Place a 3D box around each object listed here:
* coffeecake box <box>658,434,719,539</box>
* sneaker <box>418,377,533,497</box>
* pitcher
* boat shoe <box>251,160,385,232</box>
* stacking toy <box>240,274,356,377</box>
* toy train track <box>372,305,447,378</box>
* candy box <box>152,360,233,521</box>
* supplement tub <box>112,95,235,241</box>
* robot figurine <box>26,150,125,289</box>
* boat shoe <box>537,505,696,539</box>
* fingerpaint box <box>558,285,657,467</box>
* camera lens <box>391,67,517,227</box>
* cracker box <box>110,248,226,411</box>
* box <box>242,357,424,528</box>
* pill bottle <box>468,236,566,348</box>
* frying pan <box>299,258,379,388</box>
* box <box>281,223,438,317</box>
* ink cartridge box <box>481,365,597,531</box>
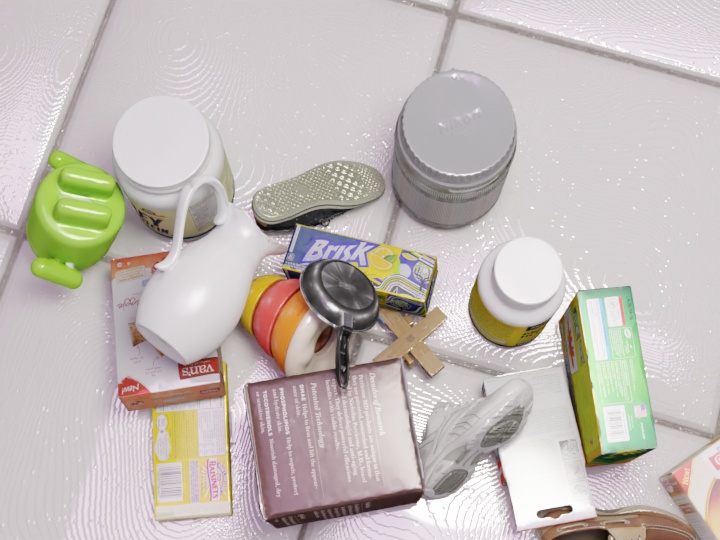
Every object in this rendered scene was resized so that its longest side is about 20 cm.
[{"bbox_3d":[0.506,0.304,1.366,0.153,0.073,0.201,-32,76,-7],"label":"coffeecake box"},{"bbox_3d":[0.132,0.192,1.362,0.200,0.078,0.100,-46,50,20],"label":"sneaker"},{"bbox_3d":[-0.203,-0.001,1.336,0.121,0.172,0.201,12,60,49],"label":"pitcher"},{"bbox_3d":[-0.060,-0.100,1.488,0.198,0.062,0.075,-18,70,-21],"label":"boat shoe"},{"bbox_3d":[-0.111,0.051,1.428,0.199,0.146,0.147,30,76,26],"label":"stacking toy"},{"bbox_3d":[0.041,0.066,1.456,0.114,0.033,0.200,-38,70,-9],"label":"toy train track"},{"bbox_3d":[-0.222,0.223,1.413,0.101,0.026,0.202,-3,74,-2],"label":"candy box"},{"bbox_3d":[-0.246,-0.134,1.423,0.143,0.200,0.147,0,74,0],"label":"supplement tub"},{"bbox_3d":[-0.376,-0.067,1.413,0.115,0.200,0.177,8,71,-21],"label":"robot figurine"},{"bbox_3d":[0.320,0.340,1.345,0.198,0.072,0.077,2,112,7],"label":"boat shoe"},{"bbox_3d":[0.311,0.139,1.364,0.072,0.167,0.202,-6,73,0],"label":"fingerpaint box"},{"bbox_3d":[0.122,-0.157,1.429,0.158,0.200,0.162,0,75,0],"label":"camera lens"},{"bbox_3d":[-0.256,0.075,1.423,0.132,0.058,0.202,-9,65,-3],"label":"cracker box"},{"bbox_3d":[-0.032,0.219,1.342,0.198,0.166,0.166,-10,73,-3],"label":"box"},{"bbox_3d":[0.201,0.027,1.378,0.111,0.200,0.114,0,75,0],"label":"pill bottle"},{"bbox_3d":[-0.033,0.048,1.315,0.114,0.031,0.191,34,37,-5],"label":"frying pan"},{"bbox_3d":[0.000,0.000,1.435,0.198,0.064,0.071,13,70,11],"label":"box"},{"bbox_3d":[0.228,0.231,1.386,0.108,0.050,0.202,-9,67,-1],"label":"ink cartridge box"}]
